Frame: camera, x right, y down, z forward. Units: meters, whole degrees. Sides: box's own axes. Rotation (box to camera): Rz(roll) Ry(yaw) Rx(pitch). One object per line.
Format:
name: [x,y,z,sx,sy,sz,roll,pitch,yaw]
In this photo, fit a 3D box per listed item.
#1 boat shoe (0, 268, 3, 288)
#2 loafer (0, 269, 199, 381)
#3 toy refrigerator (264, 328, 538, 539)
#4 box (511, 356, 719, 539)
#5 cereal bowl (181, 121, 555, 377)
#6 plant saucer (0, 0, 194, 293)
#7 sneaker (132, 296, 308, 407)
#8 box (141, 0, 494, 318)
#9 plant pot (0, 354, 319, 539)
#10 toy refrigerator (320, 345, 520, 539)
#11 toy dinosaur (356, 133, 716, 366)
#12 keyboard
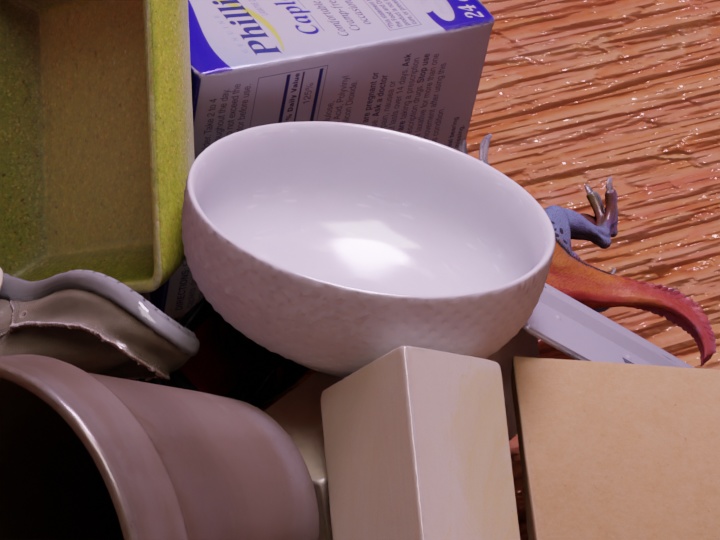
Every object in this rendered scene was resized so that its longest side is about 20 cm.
boat shoe: [-0.293,-0.003,1.543,0.200,0.069,0.074,1,49,23]
loafer: [-0.163,0.045,1.522,0.200,0.075,0.070,0,61,50]
toy refrigerator: [0.013,0.090,1.532,0.076,0.070,0.200,12,32,34]
box: [0.164,0.114,1.459,0.163,0.021,0.200,4,34,-5]
cereal bowl: [0.000,0.000,1.503,0.200,0.083,0.200,8,27,-4]
plant saucer: [-0.151,-0.083,1.578,0.048,0.200,0.200,0,-3,-37]
sneaker: [-0.059,0.037,1.576,0.077,0.084,0.200,43,46,-4]
box: [-0.043,-0.086,1.668,0.200,0.184,0.105,-13,44,-29]
plant pot: [-0.120,0.132,1.388,0.200,0.200,0.173,37,28,30]
toy refrigerator: [0.036,0.146,1.398,0.070,0.076,0.200,11,62,-34]
toy dinosaur: [0.086,-0.017,1.636,0.200,0.105,0.181,22,16,38]
keyboard: [0.154,0.053,1.597,0.200,0.011,0.056,28,31,-35]
